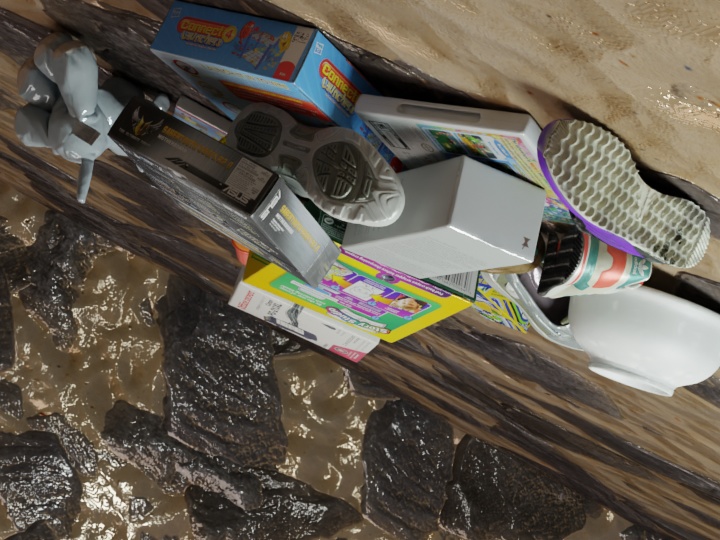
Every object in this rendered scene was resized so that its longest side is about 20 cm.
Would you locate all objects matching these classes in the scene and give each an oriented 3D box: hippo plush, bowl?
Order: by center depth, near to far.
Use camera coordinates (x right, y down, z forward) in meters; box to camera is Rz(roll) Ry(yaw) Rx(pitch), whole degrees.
[{"bbox_3d":[0.305,0.078,1.563,0.199,0.092,0.201,19,174,2],"label":"bowl"},{"bbox_3d":[-0.307,-0.200,1.751,0.159,0.161,0.199,-6,-148,-43],"label":"hippo plush"}]

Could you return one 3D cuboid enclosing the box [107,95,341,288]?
[{"bbox_3d":[-0.128,-0.074,1.384,0.199,0.049,0.158,30,170,32],"label":"box"}]

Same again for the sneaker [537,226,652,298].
[{"bbox_3d":[0.237,0.000,1.459,0.092,0.071,0.200,13,176,-2],"label":"sneaker"}]

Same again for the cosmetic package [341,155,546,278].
[{"bbox_3d":[0.076,-0.047,1.378,0.100,0.072,0.199,21,166,-27],"label":"cosmetic package"}]

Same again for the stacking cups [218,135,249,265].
[{"bbox_3d":[-0.126,-0.072,1.580,0.060,0.061,0.201,24,155,11],"label":"stacking cups"}]

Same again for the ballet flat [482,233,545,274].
[{"bbox_3d":[0.106,-0.024,1.585,0.198,0.069,0.072,5,-178,39],"label":"ballet flat"}]

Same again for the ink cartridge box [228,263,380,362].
[{"bbox_3d":[-0.066,0.034,1.907,0.198,0.085,0.145,24,163,-5],"label":"ink cartridge box"}]

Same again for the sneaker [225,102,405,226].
[{"bbox_3d":[-0.028,-0.095,1.360,0.199,0.079,0.099,31,-179,31],"label":"sneaker"}]

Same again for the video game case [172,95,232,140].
[{"bbox_3d":[-0.176,-0.163,1.846,0.142,0.018,0.200,28,170,-7],"label":"video game case"}]

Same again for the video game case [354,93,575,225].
[{"bbox_3d":[0.114,-0.101,1.350,0.180,0.024,0.200,12,163,34],"label":"video game case"}]

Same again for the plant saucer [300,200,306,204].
[{"bbox_3d":[-0.050,-0.023,1.710,0.199,0.048,0.199,16,165,45],"label":"plant saucer"}]

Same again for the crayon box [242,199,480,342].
[{"bbox_3d":[0.000,0.000,1.549,0.198,0.059,0.172,24,154,-24],"label":"crayon box"}]

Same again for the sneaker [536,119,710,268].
[{"bbox_3d":[0.202,-0.062,1.233,0.199,0.070,0.099,33,170,-33],"label":"sneaker"}]

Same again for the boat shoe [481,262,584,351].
[{"bbox_3d":[0.222,0.031,1.660,0.201,0.075,0.065,39,170,-24],"label":"boat shoe"}]

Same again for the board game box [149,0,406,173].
[{"bbox_3d":[-0.072,-0.174,1.405,0.198,0.056,0.196,19,167,38],"label":"board game box"}]

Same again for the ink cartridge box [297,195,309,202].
[{"bbox_3d":[-0.026,-0.075,1.743,0.163,0.076,0.200,24,171,22],"label":"ink cartridge box"}]

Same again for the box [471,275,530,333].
[{"bbox_3d":[0.146,0.003,1.729,0.069,0.065,0.200,19,168,37],"label":"box"}]
